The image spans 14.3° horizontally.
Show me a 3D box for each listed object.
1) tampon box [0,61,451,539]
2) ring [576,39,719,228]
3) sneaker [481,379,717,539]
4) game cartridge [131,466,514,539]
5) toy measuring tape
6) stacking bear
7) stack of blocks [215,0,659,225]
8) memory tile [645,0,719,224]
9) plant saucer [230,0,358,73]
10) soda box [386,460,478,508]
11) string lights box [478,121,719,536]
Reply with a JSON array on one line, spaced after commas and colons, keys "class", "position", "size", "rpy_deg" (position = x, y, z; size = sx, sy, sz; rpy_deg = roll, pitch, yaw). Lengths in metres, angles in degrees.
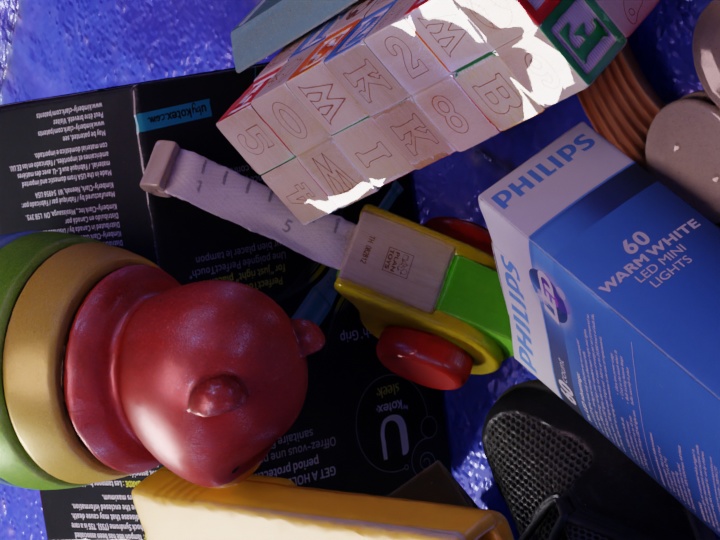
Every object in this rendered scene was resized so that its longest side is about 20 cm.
[{"class": "tampon box", "position": [-0.065, 0.011, 1.291], "size": [0.126, 0.149, 0.201], "rpy_deg": [-4, 96, 50]}, {"class": "ring", "position": [0.145, -0.114, 1.101], "size": [0.200, 0.019, 0.202], "rpy_deg": [16, 111, 49]}, {"class": "sneaker", "position": [0.089, 0.130, 1.160], "size": [0.200, 0.114, 0.076], "rpy_deg": [60, 137, 24]}, {"class": "game cartridge", "position": [0.004, 0.166, 1.141], "size": [0.199, 0.032, 0.177], "rpy_deg": [5, 119, 49]}, {"class": "toy measuring tape", "position": [0.000, 0.000, 1.217], "size": [0.199, 0.074, 0.074], "rpy_deg": [22, 126, -2]}, {"class": "stacking bear", "position": [-0.108, 0.041, 1.160], "size": [0.199, 0.121, 0.114], "rpy_deg": [2, 108, 37]}, {"class": "stack of blocks", "position": [0.041, -0.099, 1.119], "size": [0.059, 0.115, 0.200], "rpy_deg": [48, 146, -12]}, {"class": "memory tile", "position": [0.196, -0.036, 1.032], "size": [0.200, 0.017, 0.154], "rpy_deg": [43, 133, 26]}, {"class": "plant saucer", "position": [0.016, -0.135, 1.141], "size": [0.019, 0.070, 0.200], "rpy_deg": [48, 144, -11]}, {"class": "soda box", "position": [0.065, 0.183, 1.218], "size": [0.200, 0.068, 0.064], "rpy_deg": [56, -179, 27]}, {"class": "string lights box", "position": [0.133, 0.041, 1.091], "size": [0.200, 0.059, 0.103], "rpy_deg": [42, 160, 37]}]
